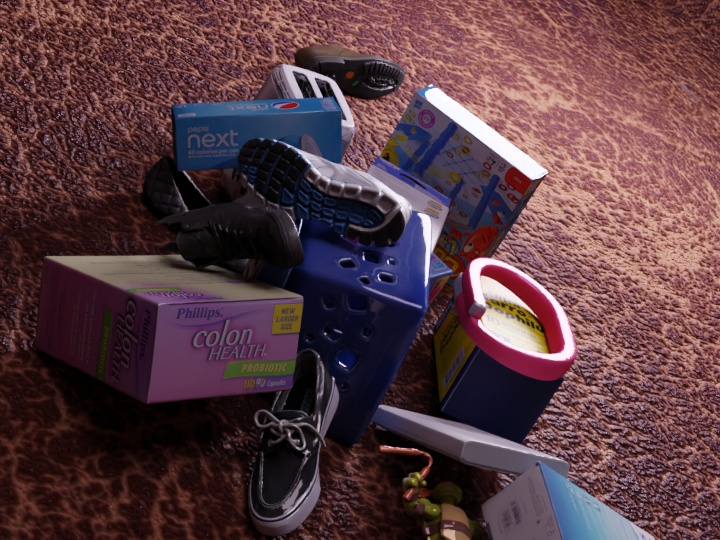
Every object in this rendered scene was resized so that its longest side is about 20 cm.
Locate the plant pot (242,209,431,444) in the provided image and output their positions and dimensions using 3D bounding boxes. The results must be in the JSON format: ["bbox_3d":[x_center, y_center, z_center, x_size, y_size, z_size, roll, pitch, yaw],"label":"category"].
[{"bbox_3d":[-0.041,0.035,1.535,0.179,0.200,0.200,20,31,-8],"label":"plant pot"}]

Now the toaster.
[{"bbox_3d":[-0.084,-0.182,1.886,0.113,0.129,0.200,13,34,-28],"label":"toaster"}]

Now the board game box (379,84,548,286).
[{"bbox_3d":[0.116,-0.110,1.893,0.200,0.196,0.056,38,30,13],"label":"board game box"}]

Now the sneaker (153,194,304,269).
[{"bbox_3d":[-0.135,-0.030,1.416,0.104,0.060,0.200,-20,22,-17],"label":"sneaker"}]

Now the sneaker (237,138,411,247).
[{"bbox_3d":[-0.036,-0.084,1.495,0.199,0.075,0.087,26,19,11],"label":"sneaker"}]

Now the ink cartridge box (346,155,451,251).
[{"bbox_3d":[0.043,-0.067,1.769,0.119,0.042,0.200,29,31,-2],"label":"ink cartridge box"}]

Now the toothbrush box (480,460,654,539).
[{"bbox_3d":[0.228,0.306,1.421,0.200,0.085,0.147,34,27,-32],"label":"toothbrush box"}]

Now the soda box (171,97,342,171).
[{"bbox_3d":[-0.124,-0.163,1.688,0.199,0.068,0.064,-4,23,-10],"label":"soda box"}]

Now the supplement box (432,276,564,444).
[{"bbox_3d":[0.161,0.097,1.690,0.109,0.110,0.200,25,24,-12],"label":"supplement box"}]

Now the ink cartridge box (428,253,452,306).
[{"bbox_3d":[0.000,0.000,1.745,0.136,0.076,0.200,44,33,22],"label":"ink cartridge box"}]

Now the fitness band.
[{"bbox_3d":[0.178,0.053,1.616,0.143,0.037,0.200,25,25,-13],"label":"fitness band"}]

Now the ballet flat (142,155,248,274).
[{"bbox_3d":[-0.179,-0.059,1.682,0.200,0.057,0.066,37,31,10],"label":"ballet flat"}]

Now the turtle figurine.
[{"bbox_3d":[0.084,0.268,1.419,0.200,0.064,0.162,35,34,-32],"label":"turtle figurine"}]

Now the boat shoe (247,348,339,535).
[{"bbox_3d":[-0.067,0.163,1.382,0.073,0.068,0.200,4,46,22],"label":"boat shoe"}]

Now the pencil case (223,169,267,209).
[{"bbox_3d":[-0.114,-0.100,1.735,0.078,0.090,0.200,36,9,-29],"label":"pencil case"}]

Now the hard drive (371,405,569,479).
[{"bbox_3d":[0.113,0.184,1.508,0.131,0.026,0.200,16,-1,-26],"label":"hard drive"}]

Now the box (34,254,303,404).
[{"bbox_3d":[-0.189,0.052,1.383,0.176,0.097,0.200,-1,13,-44],"label":"box"}]

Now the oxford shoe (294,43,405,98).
[{"bbox_3d":[-0.016,-0.324,2.225,0.199,0.073,0.085,6,36,-38],"label":"oxford shoe"}]
